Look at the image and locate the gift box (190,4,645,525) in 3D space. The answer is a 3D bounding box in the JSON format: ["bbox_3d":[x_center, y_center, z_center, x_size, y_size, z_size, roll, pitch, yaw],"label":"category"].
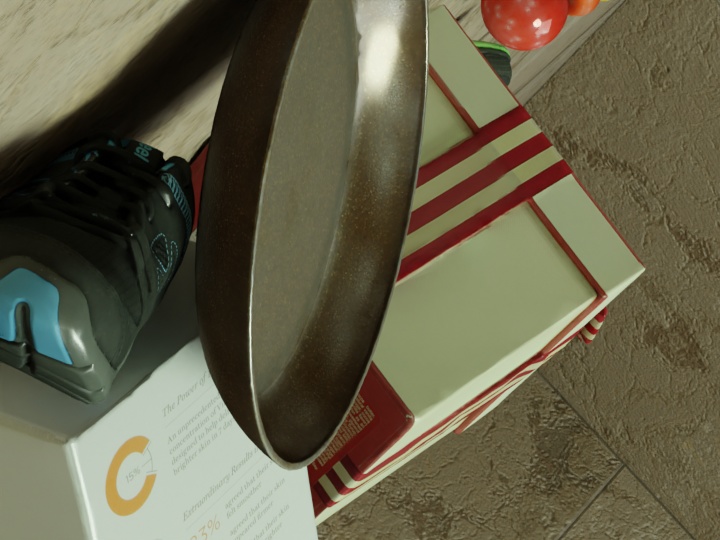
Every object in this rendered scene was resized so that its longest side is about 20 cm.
[{"bbox_3d":[0.000,0.000,1.217,0.186,0.185,0.200,-31,175,-35],"label":"gift box"}]

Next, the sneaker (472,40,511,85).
[{"bbox_3d":[0.034,-0.075,1.562,0.200,0.084,0.077,-42,179,-37],"label":"sneaker"}]

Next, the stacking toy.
[{"bbox_3d":[0.155,-0.200,1.553,0.200,0.086,0.085,-39,177,-21],"label":"stacking toy"}]

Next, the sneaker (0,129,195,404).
[{"bbox_3d":[-0.093,-0.010,0.784,0.082,0.073,0.200,-60,-176,0],"label":"sneaker"}]

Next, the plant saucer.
[{"bbox_3d":[-0.017,-0.031,0.882,0.200,0.032,0.202,10,90,-75],"label":"plant saucer"}]

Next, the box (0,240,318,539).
[{"bbox_3d":[-0.091,0.101,0.960,0.124,0.097,0.201,-41,135,-42],"label":"box"}]
